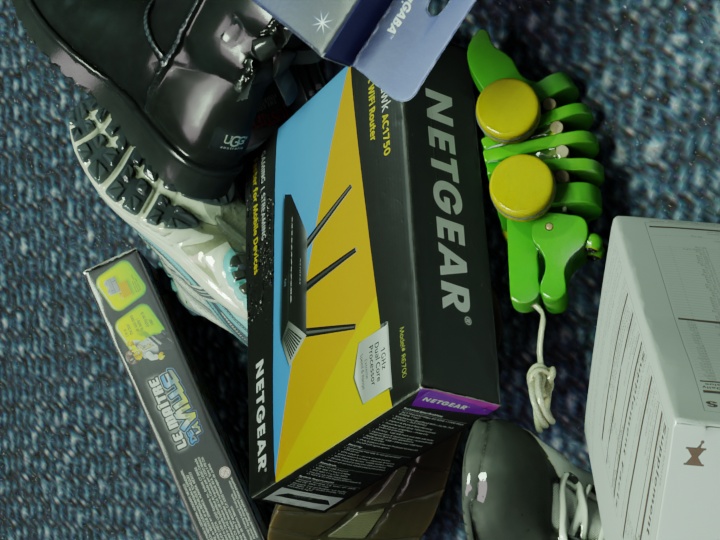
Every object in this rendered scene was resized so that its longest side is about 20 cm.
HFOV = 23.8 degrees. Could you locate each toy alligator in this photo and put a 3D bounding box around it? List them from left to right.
[{"bbox_3d":[0.091,-0.025,0.799,0.054,0.059,0.201,-11,70,7],"label":"toy alligator"}]

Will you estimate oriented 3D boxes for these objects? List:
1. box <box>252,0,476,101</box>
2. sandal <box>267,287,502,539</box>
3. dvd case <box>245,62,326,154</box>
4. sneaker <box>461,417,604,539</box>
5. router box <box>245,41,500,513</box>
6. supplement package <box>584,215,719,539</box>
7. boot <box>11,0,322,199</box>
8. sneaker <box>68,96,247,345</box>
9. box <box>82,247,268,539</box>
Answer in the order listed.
[{"bbox_3d":[-0.023,-0.177,0.752,0.200,0.032,0.121,40,104,24],"label":"box"},{"bbox_3d":[0.014,0.081,0.919,0.081,0.055,0.201,20,109,-9],"label":"sandal"},{"bbox_3d":[-0.100,-0.161,0.977,0.146,0.022,0.201,-21,88,45],"label":"dvd case"},{"bbox_3d":[0.114,0.125,0.789,0.088,0.200,0.074,-7,55,30],"label":"sneaker"},{"bbox_3d":[0.000,0.000,0.849,0.149,0.051,0.201,-37,47,45],"label":"router box"},{"bbox_3d":[0.155,0.067,0.672,0.113,0.200,0.110,5,112,1],"label":"supplement package"},{"bbox_3d":[-0.091,-0.154,0.905,0.198,0.073,0.163,47,120,27],"label":"boot"},{"bbox_3d":[-0.097,-0.017,0.971,0.200,0.078,0.086,45,146,11],"label":"sneaker"},{"bbox_3d":[-0.102,0.090,1.006,0.110,0.035,0.201,105,141,-84],"label":"box"}]
